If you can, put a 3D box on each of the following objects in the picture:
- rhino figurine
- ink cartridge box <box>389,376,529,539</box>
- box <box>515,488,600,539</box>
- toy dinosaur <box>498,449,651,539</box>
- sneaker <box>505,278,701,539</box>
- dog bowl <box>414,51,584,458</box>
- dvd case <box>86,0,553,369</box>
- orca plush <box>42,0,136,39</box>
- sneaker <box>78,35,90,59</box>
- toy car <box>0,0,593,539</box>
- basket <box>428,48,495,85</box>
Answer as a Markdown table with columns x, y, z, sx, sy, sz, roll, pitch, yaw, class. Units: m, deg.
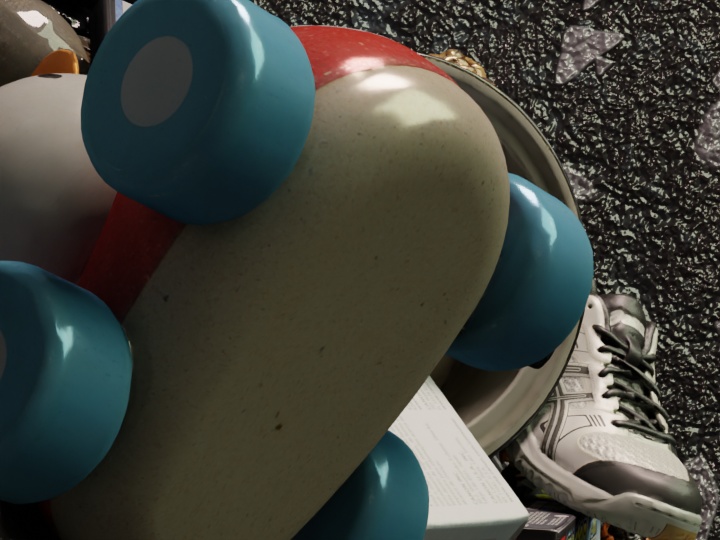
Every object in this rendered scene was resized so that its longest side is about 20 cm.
| x | y | z | sx | sy | sz | roll | pitch | yaw | class |
| --- | --- | --- | --- | --- | --- | --- | --- | --- | --- |
| -0.171 | -0.113 | 0.974 | 0.200 | 0.060 | 0.087 | 50 | -2 | 4 | rhino figurine |
| -0.051 | 0.048 | 0.829 | 0.199 | 0.057 | 0.163 | 0 | 44 | -44 | ink cartridge box |
| 0.082 | 0.162 | 1.019 | 0.200 | 0.035 | 0.111 | 2 | 90 | -78 | box |
| 0.090 | 0.130 | 1.179 | 0.200 | 0.136 | 0.102 | 52 | 5 | 10 | toy dinosaur |
| 0.110 | 0.055 | 1.057 | 0.075 | 0.088 | 0.200 | 24 | 12 | -29 | sneaker |
| 0.000 | 0.000 | 1.035 | 0.200 | 0.200 | 0.074 | 50 | -14 | -11 | dog bowl |
| -0.018 | -0.037 | 0.921 | 0.199 | 0.018 | 0.143 | 21 | 31 | -21 | dvd case |
| -0.152 | -0.145 | 1.147 | 0.200 | 0.105 | 0.071 | 42 | 17 | 34 | orca plush |
| -0.113 | -0.050 | 1.086 | 0.199 | 0.085 | 0.073 | 24 | 28 | -30 | sneaker |
| -0.068 | -0.019 | 0.694 | 0.200 | 0.177 | 0.184 | 39 | 7 | 39 | toy car |
| 0.041 | 0.001 | 1.215 | 0.149 | 0.142 | 0.201 | -124 | -151 | -52 | basket |
